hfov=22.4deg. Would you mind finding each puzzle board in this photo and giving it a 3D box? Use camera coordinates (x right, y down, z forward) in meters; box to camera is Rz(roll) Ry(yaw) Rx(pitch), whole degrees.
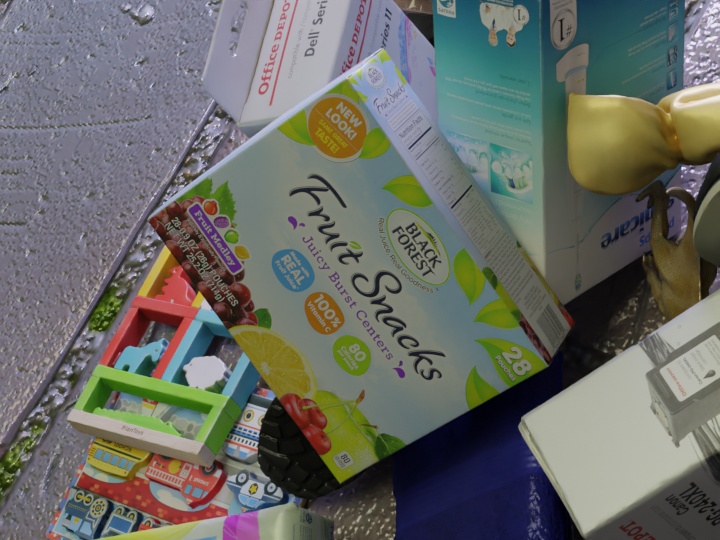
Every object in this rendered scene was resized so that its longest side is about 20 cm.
[{"bbox_3d":[-0.120,0.143,1.266,0.199,0.017,0.152,13,72,37],"label":"puzzle board"}]

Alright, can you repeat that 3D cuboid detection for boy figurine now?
[{"bbox_3d":[0.209,-0.095,1.034,0.198,0.124,0.065,-15,98,-3],"label":"boy figurine"}]

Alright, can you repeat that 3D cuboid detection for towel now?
[{"bbox_3d":[0.076,0.149,1.104,0.147,0.049,0.201,-32,46,45],"label":"towel"}]

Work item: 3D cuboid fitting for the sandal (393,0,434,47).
[{"bbox_3d":[0.045,-0.173,1.245,0.200,0.080,0.058,-36,39,24],"label":"sandal"}]

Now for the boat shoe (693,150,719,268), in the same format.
[{"bbox_3d":[0.219,-0.036,0.992,0.073,0.201,0.064,-12,71,16],"label":"boat shoe"}]

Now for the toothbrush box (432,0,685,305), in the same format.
[{"bbox_3d":[0.123,-0.096,1.101,0.085,0.201,0.146,19,35,39],"label":"toothbrush box"}]

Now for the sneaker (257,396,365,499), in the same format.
[{"bbox_3d":[0.005,0.060,1.184,0.075,0.088,0.201,33,114,4],"label":"sneaker"}]

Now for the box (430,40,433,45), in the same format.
[{"bbox_3d":[0.091,-0.115,1.260,0.200,0.049,0.162,-39,46,8],"label":"box"}]

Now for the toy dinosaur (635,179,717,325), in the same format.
[{"bbox_3d":[0.192,-0.003,1.064,0.058,0.201,0.102,2,47,2],"label":"toy dinosaur"}]

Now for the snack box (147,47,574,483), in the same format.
[{"bbox_3d":[0.000,0.000,1.071,0.168,0.201,0.068,-31,9,30],"label":"snack box"}]

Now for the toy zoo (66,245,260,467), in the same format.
[{"bbox_3d":[-0.114,0.039,1.308,0.130,0.020,0.201,9,61,36],"label":"toy zoo"}]

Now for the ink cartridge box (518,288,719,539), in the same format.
[{"bbox_3d":[0.207,0.081,1.002,0.199,0.145,0.084,-34,58,12],"label":"ink cartridge box"}]

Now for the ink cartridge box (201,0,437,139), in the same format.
[{"bbox_3d":[-0.010,-0.114,1.159,0.067,0.200,0.118,-5,60,33],"label":"ink cartridge box"}]

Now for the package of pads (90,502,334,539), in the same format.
[{"bbox_3d":[-0.110,0.243,1.157,0.199,0.068,0.156,-14,64,28],"label":"package of pads"}]
